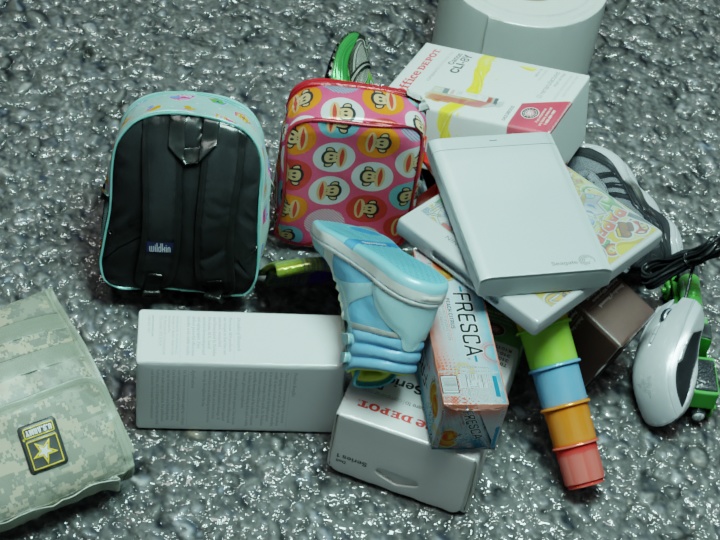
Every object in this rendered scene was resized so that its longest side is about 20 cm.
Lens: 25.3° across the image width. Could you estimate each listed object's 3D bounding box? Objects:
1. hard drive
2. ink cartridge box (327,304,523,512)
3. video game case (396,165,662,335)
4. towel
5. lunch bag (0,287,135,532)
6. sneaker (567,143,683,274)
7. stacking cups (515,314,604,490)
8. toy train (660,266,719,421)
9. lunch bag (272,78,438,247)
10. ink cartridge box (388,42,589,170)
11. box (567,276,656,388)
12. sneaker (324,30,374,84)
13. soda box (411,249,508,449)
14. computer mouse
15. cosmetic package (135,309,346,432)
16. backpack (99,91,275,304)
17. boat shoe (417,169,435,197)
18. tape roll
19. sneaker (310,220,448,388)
[{"bbox_3d":[0.151,-0.058,1.557,0.131,0.027,0.201,-4,46,-13],"label":"hard drive"},{"bbox_3d":[0.069,0.119,1.574,0.144,0.084,0.200,18,46,8],"label":"ink cartridge box"},{"bbox_3d":[0.167,-0.038,1.573,0.182,0.023,0.200,38,50,26],"label":"video game case"},{"bbox_3d":[0.000,0.000,1.659,0.199,0.144,0.023,-2,86,-12],"label":"towel"},{"bbox_3d":[-0.318,0.138,1.482,0.163,0.118,0.200,-20,58,-26],"label":"lunch bag"},{"bbox_3d":[0.260,-0.069,1.769,0.114,0.076,0.200,-8,48,-43],"label":"sneaker"},{"bbox_3d":[0.192,0.111,1.554,0.060,0.060,0.201,-11,81,-18],"label":"stacking cups"},{"bbox_3d":[0.347,0.069,1.682,0.042,0.057,0.201,5,46,-3],"label":"toy train"},{"bbox_3d":[-0.001,-0.106,1.700,0.175,0.200,0.082,5,47,-7],"label":"lunch bag"},{"bbox_3d":[0.134,-0.168,1.761,0.199,0.084,0.145,14,38,20],"label":"ink cartridge box"},{"bbox_3d":[0.195,0.015,1.647,0.200,0.100,0.075,46,55,11],"label":"box"},{"bbox_3d":[-0.004,-0.196,1.883,0.085,0.078,0.201,10,55,-8],"label":"sneaker"},{"bbox_3d":[0.087,0.072,1.514,0.063,0.069,0.201,1,46,-10],"label":"soda box"},{"bbox_3d":[0.316,0.060,1.637,0.044,0.109,0.201,30,62,-30],"label":"computer mouse"},{"bbox_3d":[-0.117,0.098,1.557,0.199,0.102,0.071,3,46,-7],"label":"cosmetic package"},{"bbox_3d":[-0.177,-0.087,1.658,0.175,0.201,0.154,6,30,0],"label":"backpack"},{"bbox_3d":[0.103,-0.061,1.758,0.071,0.068,0.200,-3,44,-28],"label":"boat shoe"},{"bbox_3d":[0.192,-0.306,1.962,0.202,0.140,0.203,4,45,-5],"label":"tape roll"},{"bbox_3d":[-0.002,0.035,1.517,0.079,0.131,0.200,7,17,-31],"label":"sneaker"}]
